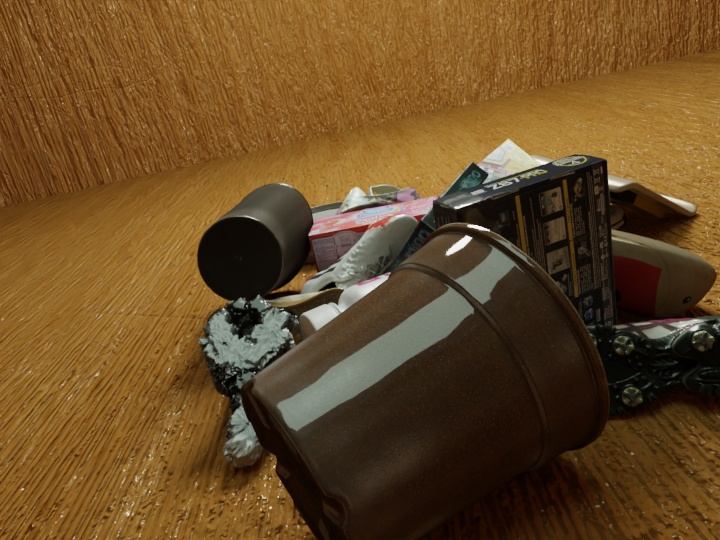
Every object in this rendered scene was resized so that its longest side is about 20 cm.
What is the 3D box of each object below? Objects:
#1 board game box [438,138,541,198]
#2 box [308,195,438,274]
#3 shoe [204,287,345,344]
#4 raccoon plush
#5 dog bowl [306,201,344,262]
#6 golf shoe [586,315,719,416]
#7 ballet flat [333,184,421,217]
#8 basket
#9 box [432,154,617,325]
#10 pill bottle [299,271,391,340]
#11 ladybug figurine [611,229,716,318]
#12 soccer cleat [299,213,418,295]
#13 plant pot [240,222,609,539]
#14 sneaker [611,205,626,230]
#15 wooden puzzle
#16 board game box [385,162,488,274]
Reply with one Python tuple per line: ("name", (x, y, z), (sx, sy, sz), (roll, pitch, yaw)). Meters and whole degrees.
("board game box", (0.213, -0.083, 0.860), (0.135, 0.035, 0.200), (-39, 46, 5))
("box", (0.031, -0.039, 0.947), (0.199, 0.100, 0.096), (-11, 20, 7))
("shoe", (-0.098, 0.068, 0.800), (0.199, 0.070, 0.053), (-12, -8, 5))
("raccoon plush", (-0.119, 0.125, 0.669), (0.096, 0.134, 0.200), (6, 55, 8))
("dog bowl", (-0.064, -0.072, 1.159), (0.199, 0.059, 0.200), (-12, 20, 4))
("golf shoe", (0.246, 0.081, 0.556), (0.199, 0.077, 0.088), (-5, 1, 13))
("ballet flat", (0.022, -0.111, 1.065), (0.200, 0.071, 0.069), (-13, -26, -35))
("basket", (-0.148, -0.033, 0.888), (0.136, 0.181, 0.200), (24, 10, -2))
("box", (0.160, 0.010, 0.582), (0.161, 0.201, 0.049), (-20, 22, -18))
("pill bottle", (0.046, 0.056, 0.654), (0.199, 0.114, 0.113), (-19, 21, -19))
("ladybug figurine", (0.272, 0.001, 0.682), (0.200, 0.072, 0.136), (18, -3, 35))
("soccer cleat", (0.000, 0.000, 0.847), (0.200, 0.069, 0.085), (-35, 27, 14))
("plant pot", (0.035, 0.099, 0.458), (0.198, 0.201, 0.200), (-31, 25, -22))
("sneaker", (0.287, -0.098, 0.925), (0.200, 0.116, 0.076), (-9, 20, 9))
("wooden puzzle", (0.374, -0.122, 0.943), (0.200, 0.037, 0.185), (8, 15, -36))
("board game box", (0.074, -0.028, 0.770), (0.028, 0.200, 0.135), (37, 50, 5))
